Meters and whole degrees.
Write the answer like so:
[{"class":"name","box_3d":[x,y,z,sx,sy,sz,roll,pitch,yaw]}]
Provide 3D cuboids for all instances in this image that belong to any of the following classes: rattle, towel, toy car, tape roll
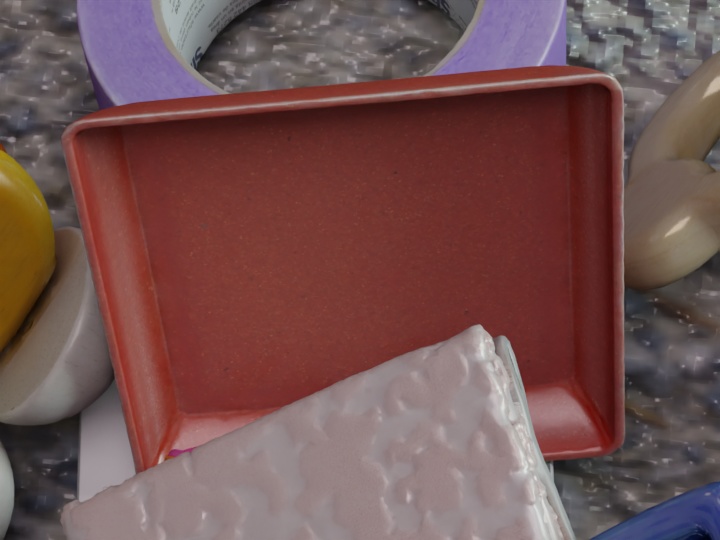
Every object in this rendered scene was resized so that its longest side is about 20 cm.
[{"class":"rattle","box_3d":[0.162,-0.011,0.986,0.200,0.143,0.130,-45,39,-1]},{"class":"towel","box_3d":[-0.003,0.143,0.812,0.190,0.032,0.201,-25,69,21]},{"class":"toy car","box_3d":[-0.206,0.020,0.949,0.201,0.174,0.150,-55,33,10]},{"class":"tape roll","box_3d":[-0.013,-0.095,0.975,0.198,0.085,0.201,-2,58,3]}]

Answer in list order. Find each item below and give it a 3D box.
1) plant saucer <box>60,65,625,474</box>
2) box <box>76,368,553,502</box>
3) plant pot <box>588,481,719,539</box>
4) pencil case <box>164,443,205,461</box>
[{"class":"plant saucer","box_3d":[0.000,0.000,0.895,0.198,0.201,0.037,-5,45,2]},{"class":"box","box_3d":[-0.018,0.091,0.971,0.198,0.036,0.146,-1,74,2]},{"class":"plant pot","box_3d":[0.155,0.190,0.838,0.179,0.200,0.202,-3,69,-36]},{"class":"pencil case","box_3d":[-0.036,0.164,0.897,0.088,0.088,0.202,0,88,3]}]
